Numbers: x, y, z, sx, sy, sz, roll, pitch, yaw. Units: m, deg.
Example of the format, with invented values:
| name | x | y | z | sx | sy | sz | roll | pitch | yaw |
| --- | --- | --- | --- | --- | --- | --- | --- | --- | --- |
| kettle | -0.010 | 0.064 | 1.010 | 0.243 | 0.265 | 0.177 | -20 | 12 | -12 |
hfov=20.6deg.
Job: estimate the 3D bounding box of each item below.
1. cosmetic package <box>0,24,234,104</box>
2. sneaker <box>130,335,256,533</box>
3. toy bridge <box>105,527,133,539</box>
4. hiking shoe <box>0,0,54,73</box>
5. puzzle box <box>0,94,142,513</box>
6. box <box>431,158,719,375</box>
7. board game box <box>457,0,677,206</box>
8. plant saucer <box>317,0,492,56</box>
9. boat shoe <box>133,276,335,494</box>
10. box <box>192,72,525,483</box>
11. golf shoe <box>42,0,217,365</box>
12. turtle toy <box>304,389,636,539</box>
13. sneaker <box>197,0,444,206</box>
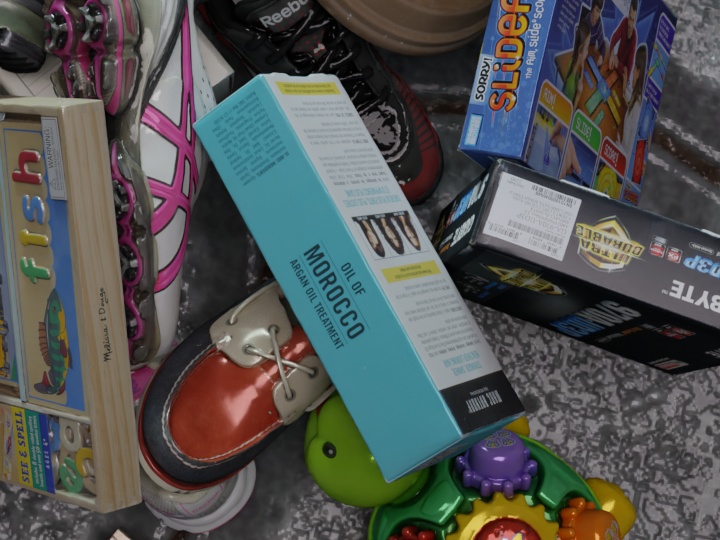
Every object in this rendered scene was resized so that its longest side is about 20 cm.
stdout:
| name | x | y | z | sx | sy | sz | roll | pitch | yaw |
| --- | --- | --- | --- | --- | --- | --- | --- | --- | --- |
| cosmetic package | -0.168 | -0.147 | 1.067 | 0.103 | 0.073 | 0.200 | -38 | 89 | -7 |
| sneaker | -0.125 | 0.049 | 1.045 | 0.081 | 0.088 | 0.200 | -40 | 89 | -7 |
| toy bridge | -0.059 | 0.207 | 1.067 | 0.200 | 0.027 | 0.067 | 42 | 82 | -1 |
| hiking shoe | -0.216 | -0.193 | 1.003 | 0.200 | 0.076 | 0.101 | 42 | 75 | -9 |
| puzzle box | -0.165 | 0.012 | 0.993 | 0.025 | 0.133 | 0.201 | -13 | 103 | -39 |
| box | 0.120 | 0.003 | 1.016 | 0.158 | 0.200 | 0.046 | 20 | 83 | -4 |
| board game box | 0.113 | -0.100 | 1.029 | 0.034 | 0.200 | 0.136 | 10 | 82 | 24 |
| plant saucer | 0.024 | -0.215 | 1.056 | 0.199 | 0.029 | 0.202 | 11 | 74 | -41 |
| boat shoe | -0.038 | 0.041 | 1.019 | 0.200 | 0.062 | 0.071 | -39 | 97 | -41 |
| box | 0.000 | 0.000 | 0.975 | 0.049 | 0.082 | 0.201 | -33 | 79 | 25 |
| golf shoe | -0.101 | -0.054 | 0.991 | 0.092 | 0.072 | 0.201 | -8 | 100 | -41 |
| turtle toy | 0.053 | 0.134 | 1.047 | 0.200 | 0.101 | 0.146 | 39 | 83 | -1 |
| sneaker | -0.027 | -0.116 | 1.063 | 0.071 | 0.098 | 0.201 | -38 | 90 | -2 |
